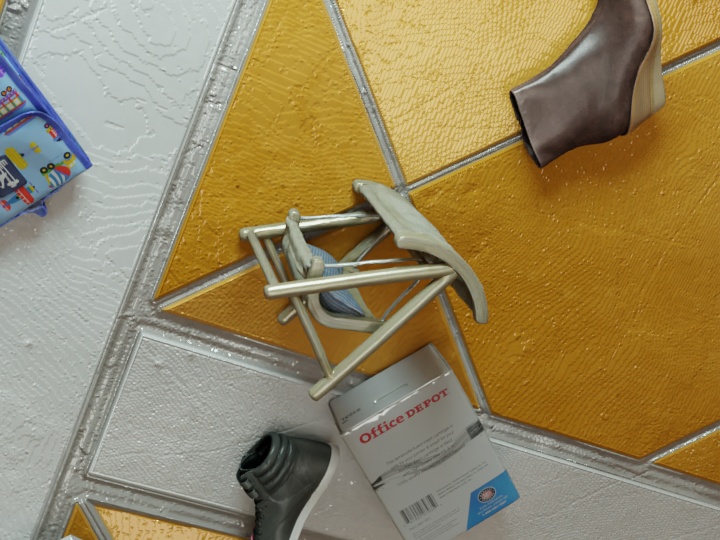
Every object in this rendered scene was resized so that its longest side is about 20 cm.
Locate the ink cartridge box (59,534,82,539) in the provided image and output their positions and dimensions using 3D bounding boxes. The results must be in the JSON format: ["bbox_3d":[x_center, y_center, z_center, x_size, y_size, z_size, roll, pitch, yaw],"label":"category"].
[{"bbox_3d":[-0.381,0.390,1.222,0.199,0.068,0.116,-26,69,-4],"label":"ink cartridge box"}]

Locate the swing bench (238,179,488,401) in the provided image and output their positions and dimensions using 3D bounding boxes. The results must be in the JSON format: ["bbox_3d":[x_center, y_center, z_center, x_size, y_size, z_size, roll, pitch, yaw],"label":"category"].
[{"bbox_3d":[0.000,0.000,1.136,0.199,0.199,0.130,-25,113,-5],"label":"swing bench"}]

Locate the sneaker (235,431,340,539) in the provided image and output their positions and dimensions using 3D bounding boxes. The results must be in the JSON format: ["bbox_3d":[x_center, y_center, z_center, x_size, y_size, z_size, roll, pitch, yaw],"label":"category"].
[{"bbox_3d":[-0.112,0.271,1.280,0.099,0.071,0.201,27,95,-19],"label":"sneaker"}]

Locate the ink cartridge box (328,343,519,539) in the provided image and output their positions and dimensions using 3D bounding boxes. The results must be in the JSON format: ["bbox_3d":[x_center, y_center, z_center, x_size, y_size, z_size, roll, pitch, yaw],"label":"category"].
[{"bbox_3d":[0.074,0.209,1.293,0.145,0.084,0.201,-30,114,-2],"label":"ink cartridge box"}]

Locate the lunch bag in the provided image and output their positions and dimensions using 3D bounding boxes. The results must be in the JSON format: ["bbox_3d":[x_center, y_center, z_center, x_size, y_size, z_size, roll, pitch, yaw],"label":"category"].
[{"bbox_3d":[-0.369,-0.127,1.071,0.150,0.094,0.200,-34,126,-1],"label":"lunch bag"}]

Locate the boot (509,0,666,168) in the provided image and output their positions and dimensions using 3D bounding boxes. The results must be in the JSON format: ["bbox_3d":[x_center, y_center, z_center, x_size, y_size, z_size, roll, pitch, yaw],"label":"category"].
[{"bbox_3d":[0.236,-0.222,1.183,0.166,0.072,0.201,-24,117,-7],"label":"boot"}]
